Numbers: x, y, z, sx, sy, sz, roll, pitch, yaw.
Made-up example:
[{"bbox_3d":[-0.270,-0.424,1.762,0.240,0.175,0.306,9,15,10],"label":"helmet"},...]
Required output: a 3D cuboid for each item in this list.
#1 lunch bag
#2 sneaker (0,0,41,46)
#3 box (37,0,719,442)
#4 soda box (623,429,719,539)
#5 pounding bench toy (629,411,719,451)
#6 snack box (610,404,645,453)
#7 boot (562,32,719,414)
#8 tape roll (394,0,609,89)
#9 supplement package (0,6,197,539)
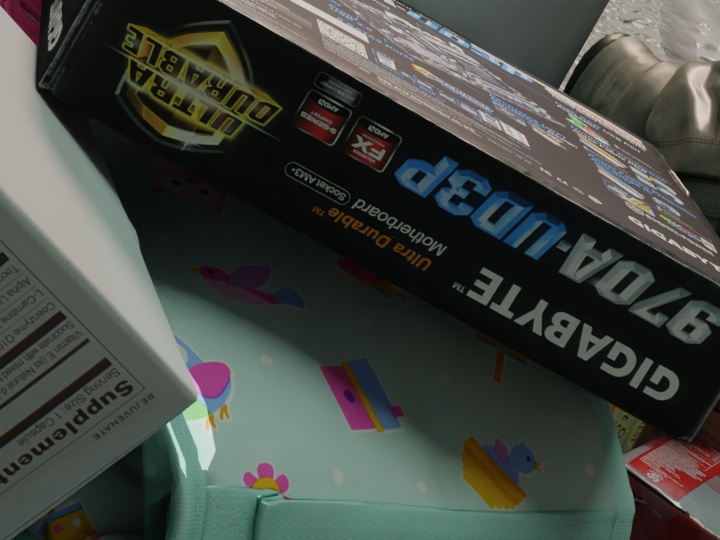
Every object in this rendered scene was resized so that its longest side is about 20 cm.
[{"bbox_3d":[-0.037,0.033,0.801,0.170,0.122,0.200,8,24,-40],"label":"lunch bag"},{"bbox_3d":[-0.145,-0.096,0.995,0.081,0.088,0.200,52,9,-22],"label":"sneaker"},{"bbox_3d":[0.007,-0.041,0.782,0.200,0.046,0.159,28,13,-14],"label":"box"},{"bbox_3d":[0.152,0.133,0.838,0.200,0.070,0.063,36,26,20],"label":"soda box"},{"bbox_3d":[0.207,0.050,0.925,0.124,0.200,0.156,-2,36,-49],"label":"pounding bench toy"},{"bbox_3d":[0.000,0.000,0.991,0.142,0.053,0.200,-4,38,-49],"label":"snack box"},{"bbox_3d":[0.119,-0.057,0.896,0.068,0.200,0.131,30,-1,-42],"label":"boot"},{"bbox_3d":[-0.017,-0.116,0.948,0.200,0.066,0.200,30,-9,5],"label":"tape roll"},{"bbox_3d":[-0.167,-0.027,0.645,0.200,0.151,0.152,49,8,-36],"label":"supplement package"}]
